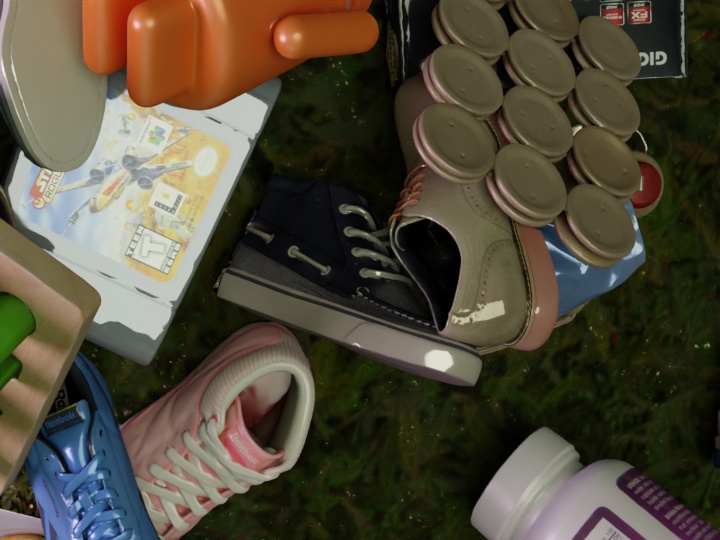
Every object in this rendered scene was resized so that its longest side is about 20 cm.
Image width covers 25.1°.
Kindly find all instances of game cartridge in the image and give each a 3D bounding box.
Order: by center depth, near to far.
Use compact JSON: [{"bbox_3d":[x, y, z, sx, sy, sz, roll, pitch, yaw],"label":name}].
[{"bbox_3d":[-0.148,-0.057,1.000,0.133,0.042,0.201,25,90,-21],"label":"game cartridge"}]

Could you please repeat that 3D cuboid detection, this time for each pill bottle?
[{"bbox_3d":[0.172,0.194,1.043,0.200,0.112,0.112,38,85,19],"label":"pill bottle"}]

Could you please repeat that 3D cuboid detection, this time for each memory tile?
[{"bbox_3d":[0.103,-0.103,0.959,0.153,0.017,0.201,26,47,-18],"label":"memory tile"}]

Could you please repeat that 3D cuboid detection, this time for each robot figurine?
[{"bbox_3d":[-0.069,-0.167,0.947,0.200,0.143,0.117,-34,109,-35],"label":"robot figurine"}]

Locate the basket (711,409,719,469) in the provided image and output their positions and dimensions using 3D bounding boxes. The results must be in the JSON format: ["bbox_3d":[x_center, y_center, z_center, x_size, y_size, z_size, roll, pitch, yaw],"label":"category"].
[{"bbox_3d":[0.325,0.132,1.100,0.175,0.139,0.201,-4,90,-14],"label":"basket"}]

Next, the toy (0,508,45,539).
[{"bbox_3d":[-0.187,0.212,0.993,0.199,0.047,0.116,13,115,-16],"label":"toy"}]

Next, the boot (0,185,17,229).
[{"bbox_3d":[-0.235,0.000,0.921,0.070,0.146,0.201,-31,103,-36],"label":"boot"}]

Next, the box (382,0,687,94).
[{"bbox_3d":[0.111,-0.199,1.046,0.199,0.046,0.160,-5,99,-15],"label":"box"}]

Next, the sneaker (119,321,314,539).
[{"bbox_3d":[-0.103,0.118,0.999,0.075,0.105,0.200,44,86,-18],"label":"sneaker"}]

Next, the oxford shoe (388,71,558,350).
[{"bbox_3d":[0.050,-0.043,0.939,0.073,0.201,0.071,1,138,-28],"label":"oxford shoe"}]

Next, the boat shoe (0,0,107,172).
[{"bbox_3d":[-0.203,-0.153,0.949,0.073,0.062,0.201,-18,96,-44],"label":"boat shoe"}]

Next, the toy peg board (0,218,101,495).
[{"bbox_3d":[-0.267,0.038,0.860,0.199,0.200,0.098,36,46,1],"label":"toy peg board"}]

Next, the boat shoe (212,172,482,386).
[{"bbox_3d":[0.000,0.000,0.974,0.075,0.199,0.093,29,82,-53],"label":"boat shoe"}]

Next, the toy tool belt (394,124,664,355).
[{"bbox_3d":[0.125,-0.021,1.033,0.199,0.123,0.126,-24,103,-12],"label":"toy tool belt"}]

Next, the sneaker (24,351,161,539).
[{"bbox_3d":[-0.162,0.129,0.944,0.066,0.079,0.201,-20,63,-7],"label":"sneaker"}]
